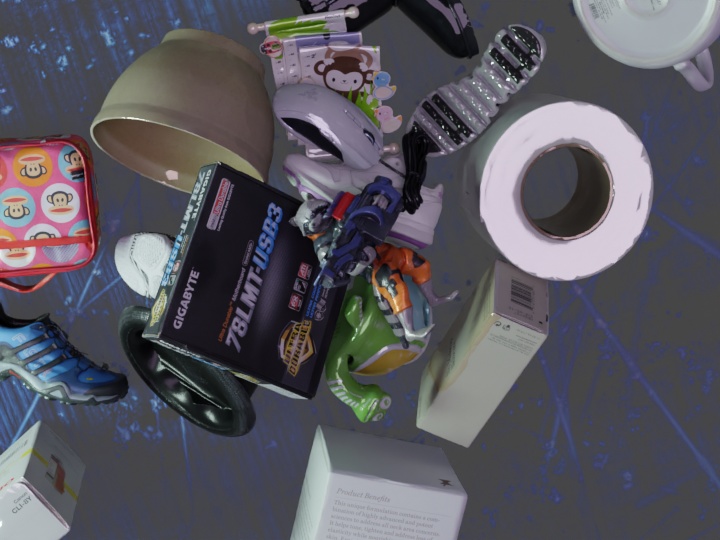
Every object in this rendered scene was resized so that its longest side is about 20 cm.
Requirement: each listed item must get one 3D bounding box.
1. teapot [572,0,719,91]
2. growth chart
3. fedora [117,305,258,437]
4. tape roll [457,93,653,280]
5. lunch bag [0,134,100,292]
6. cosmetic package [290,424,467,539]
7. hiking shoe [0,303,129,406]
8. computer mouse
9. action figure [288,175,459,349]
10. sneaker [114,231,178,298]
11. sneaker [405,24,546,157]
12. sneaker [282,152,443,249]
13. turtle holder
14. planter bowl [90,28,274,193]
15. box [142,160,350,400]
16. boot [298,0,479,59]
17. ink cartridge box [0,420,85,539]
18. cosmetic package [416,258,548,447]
[{"bbox_3d":[0.342,-0.327,1.515,0.197,0.146,0.201,28,120,14],"label":"teapot"},{"bbox_3d":[-0.033,-0.207,1.519,0.144,0.018,0.201,-13,123,5],"label":"growth chart"},{"bbox_3d":[-0.181,0.097,1.545,0.201,0.200,0.092,52,56,-13],"label":"fedora"},{"bbox_3d":[0.221,-0.099,1.541,0.201,0.139,0.204,-1,101,-6],"label":"tape roll"},{"bbox_3d":[-0.395,-0.061,1.510,0.199,0.082,0.177,-5,105,-4],"label":"lunch bag"},{"bbox_3d":[0.013,0.314,1.584,0.166,0.166,0.201,12,100,-9],"label":"cosmetic package"},{"bbox_3d":[-0.359,0.096,1.543,0.199,0.074,0.087,17,99,-10],"label":"hiking shoe"},{"bbox_3d":[-0.006,-0.151,1.490,0.199,0.110,0.044,29,141,-16],"label":"computer mouse"},{"bbox_3d":[0.000,0.000,1.412,0.193,0.200,0.105,43,130,0],"label":"action figure"},{"bbox_3d":[-0.180,-0.005,1.548,0.199,0.115,0.076,10,101,26],"label":"sneaker"},{"bbox_3d":[0.139,-0.204,1.544,0.200,0.081,0.075,-39,88,23],"label":"sneaker"},{"bbox_3d":[0.005,-0.102,1.560,0.199,0.075,0.100,24,83,-15],"label":"sneaker"},{"bbox_3d":[0.015,0.063,1.531,0.131,0.186,0.141,25,121,-29],"label":"turtle holder"},{"bbox_3d":[-0.179,-0.179,1.466,0.199,0.200,0.135,19,73,-10],"label":"planter bowl"},{"bbox_3d":[-0.111,0.014,1.435,0.198,0.050,0.201,27,73,-31],"label":"box"},{"bbox_3d":[0.024,-0.298,1.514,0.162,0.073,0.199,-29,100,-1],"label":"boot"},{"bbox_3d":[-0.396,0.272,1.509,0.145,0.200,0.083,-40,103,2],"label":"ink cartridge box"},{"bbox_3d":[0.141,0.097,1.546,0.073,0.104,0.200,23,126,-10],"label":"cosmetic package"}]
